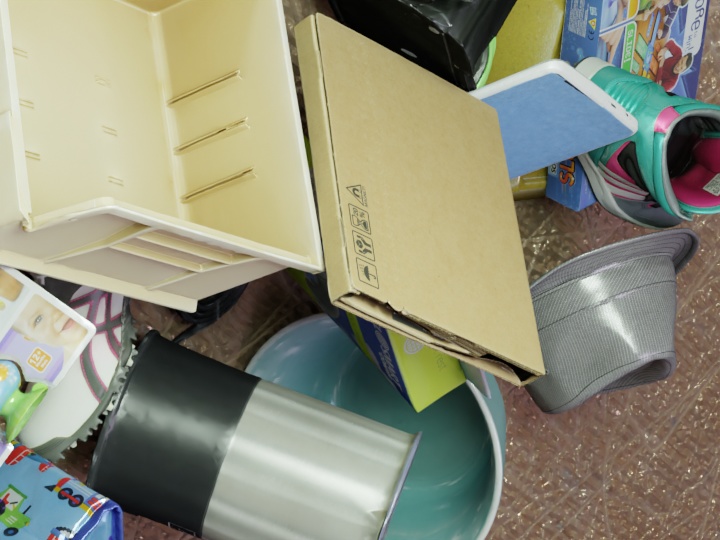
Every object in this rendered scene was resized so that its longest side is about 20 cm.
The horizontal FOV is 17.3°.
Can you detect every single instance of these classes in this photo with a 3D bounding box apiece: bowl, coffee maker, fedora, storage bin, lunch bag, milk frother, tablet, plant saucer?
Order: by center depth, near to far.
[{"bbox_3d":[-0.127,-0.097,1.287,0.198,0.094,0.201,17,59,-54],"label":"storage bin"},{"bbox_3d":[-0.206,0.203,1.421,0.094,0.150,0.200,-38,138,-30],"label":"lunch bag"},{"bbox_3d":[0.075,-0.230,1.433,0.134,0.192,0.200,32,82,-10],"label":"coffee maker"},{"bbox_3d":[-0.049,0.077,1.501,0.181,0.188,0.201,-62,172,-70],"label":"milk frother"},{"bbox_3d":[0.072,-0.085,1.576,0.130,0.200,0.014,29,48,-54],"label":"tablet"},{"bbox_3d":[0.022,0.109,1.635,0.105,0.200,0.201,-36,140,-61],"label":"bowl"},{"bbox_3d":[0.156,-0.136,1.741,0.200,0.048,0.201,-8,119,-49],"label":"plant saucer"},{"bbox_3d":[0.179,0.050,1.769,0.176,0.091,0.200,-13,165,-32],"label":"fedora"}]

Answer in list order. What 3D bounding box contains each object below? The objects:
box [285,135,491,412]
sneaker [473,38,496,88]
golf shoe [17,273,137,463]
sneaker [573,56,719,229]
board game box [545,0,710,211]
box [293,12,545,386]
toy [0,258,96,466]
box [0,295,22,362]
[{"bbox_3d":[0.000,0.000,1.501,0.048,0.200,0.122,-33,137,-12],"label":"box"},{"bbox_3d":[0.056,-0.186,1.577,0.084,0.077,0.201,15,98,-35],"label":"sneaker"},{"bbox_3d":[-0.172,0.019,1.430,0.088,0.077,0.200,24,95,-30],"label":"golf shoe"},{"bbox_3d":[0.225,-0.071,1.663,0.084,0.121,0.200,-56,144,-7],"label":"sneaker"},{"bbox_3d":[0.197,-0.156,1.706,0.135,0.034,0.201,-25,131,-40],"label":"board game box"},{"bbox_3d":[0.035,-0.042,1.391,0.163,0.200,0.021,25,134,-39],"label":"box"},{"bbox_3d":[-0.250,0.019,1.216,0.115,0.200,0.047,-55,-176,-5],"label":"toy"},{"bbox_3d":[-0.271,0.086,1.283,0.039,0.136,0.201,-76,-177,-76],"label":"box"}]
